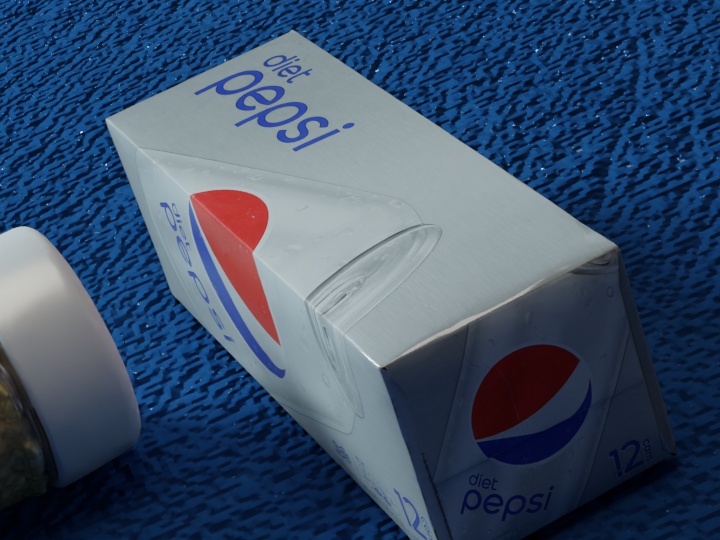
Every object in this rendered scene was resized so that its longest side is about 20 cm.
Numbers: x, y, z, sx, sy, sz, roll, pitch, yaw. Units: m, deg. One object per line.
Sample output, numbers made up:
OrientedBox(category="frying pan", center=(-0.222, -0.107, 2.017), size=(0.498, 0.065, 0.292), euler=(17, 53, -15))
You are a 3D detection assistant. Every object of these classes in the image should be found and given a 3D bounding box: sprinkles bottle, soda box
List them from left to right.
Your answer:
OrientedBox(category="sprinkles bottle", center=(-0.156, 0.062, 0.583), size=(0.199, 0.069, 0.068), euler=(-29, 30, -18))
OrientedBox(category="soda box", center=(0.000, 0.000, 0.604), size=(0.068, 0.064, 0.200), euler=(-26, 29, -14))
